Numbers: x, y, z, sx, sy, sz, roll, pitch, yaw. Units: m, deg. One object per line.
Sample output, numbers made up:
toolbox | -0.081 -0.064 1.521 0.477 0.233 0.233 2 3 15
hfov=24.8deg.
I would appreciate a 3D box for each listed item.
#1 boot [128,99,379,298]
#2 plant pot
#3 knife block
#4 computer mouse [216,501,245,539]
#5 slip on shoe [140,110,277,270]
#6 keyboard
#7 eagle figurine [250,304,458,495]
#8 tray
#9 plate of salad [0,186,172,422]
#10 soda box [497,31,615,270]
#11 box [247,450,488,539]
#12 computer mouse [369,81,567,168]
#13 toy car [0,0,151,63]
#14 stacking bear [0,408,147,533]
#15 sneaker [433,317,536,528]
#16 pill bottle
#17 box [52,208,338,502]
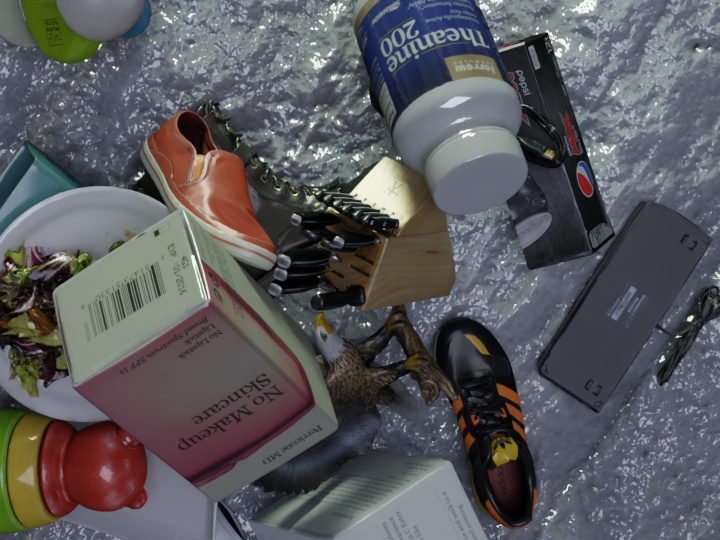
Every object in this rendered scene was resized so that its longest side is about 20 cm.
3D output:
boot | -0.084 -0.082 1.464 0.200 0.069 0.174 -40 92 -10
plant pot | -0.243 0.010 1.415 0.200 0.141 0.142 36 90 -18
knife block | 0.000 0.000 1.400 0.064 0.200 0.176 29 64 27
computer mouse | -0.117 0.296 1.510 0.109 0.044 0.201 -34 100 -3
slip on shoe | -0.121 -0.068 1.356 0.074 0.200 0.061 25 109 -42
keyboard | 0.267 0.044 1.553 0.127 0.021 0.200 34 91 -5
eagle figurine | -0.035 0.098 1.445 0.199 0.152 0.152 -25 99 -6
tray | -0.195 0.183 1.441 0.199 0.022 0.108 8 98 36
plate of salad | -0.213 0.032 1.335 0.199 0.048 0.201 -7 109 -21
soda box | 0.161 -0.108 1.485 0.070 0.063 0.201 -14 99 30
box | 0.027 0.277 1.439 0.130 0.200 0.200 -30 100 -23
computer mouse | 0.091 -0.135 1.449 0.199 0.034 0.059 21 103 24
toy car | -0.230 -0.278 1.388 0.150 0.174 0.201 -12 99 -44
stacking bear | -0.279 0.170 1.406 0.199 0.114 0.122 -4 97 12
sneaker | 0.123 0.141 1.505 0.070 0.090 0.201 -16 99 -6
pill bottle | 0.070 -0.151 1.375 0.110 0.111 0.201 -15 59 -7
box | -0.126 0.070 1.279 0.128 0.109 0.200 -32 136 10
